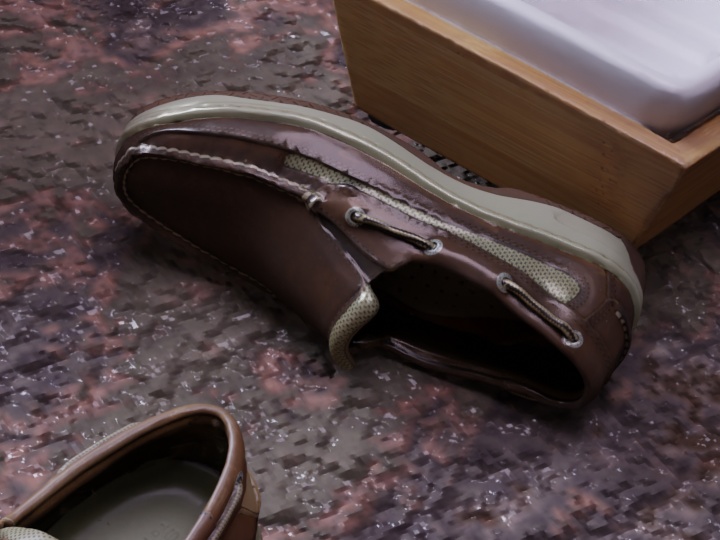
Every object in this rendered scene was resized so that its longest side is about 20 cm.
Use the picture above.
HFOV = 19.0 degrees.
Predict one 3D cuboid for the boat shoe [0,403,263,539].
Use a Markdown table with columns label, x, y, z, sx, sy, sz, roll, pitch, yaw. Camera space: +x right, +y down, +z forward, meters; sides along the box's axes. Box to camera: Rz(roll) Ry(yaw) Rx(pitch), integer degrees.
| label | x | y | z | sx | sy | sz | roll | pitch | yaw |
| --- | --- | --- | --- | --- | --- | --- | --- | --- | --- |
| boat shoe | -0.099 | 0.105 | 0.620 | 0.075 | 0.074 | 0.200 | 26 | 43 | 19 |

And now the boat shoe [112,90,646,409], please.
| label | x | y | z | sx | sy | sz | roll | pitch | yaw |
| --- | --- | --- | --- | --- | --- | --- | --- | --- | --- |
| boat shoe | 0.001 | -0.004 | 0.769 | 0.201 | 0.075 | 0.075 | 16 | 47 | 7 |

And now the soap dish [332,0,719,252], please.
| label | x | y | z | sx | sy | sz | roll | pitch | yaw |
| --- | --- | --- | --- | --- | --- | --- | --- | --- | --- |
| soap dish | 0.100 | -0.090 | 0.856 | 0.157 | 0.082 | 0.200 | 30 | 33 | 22 |
